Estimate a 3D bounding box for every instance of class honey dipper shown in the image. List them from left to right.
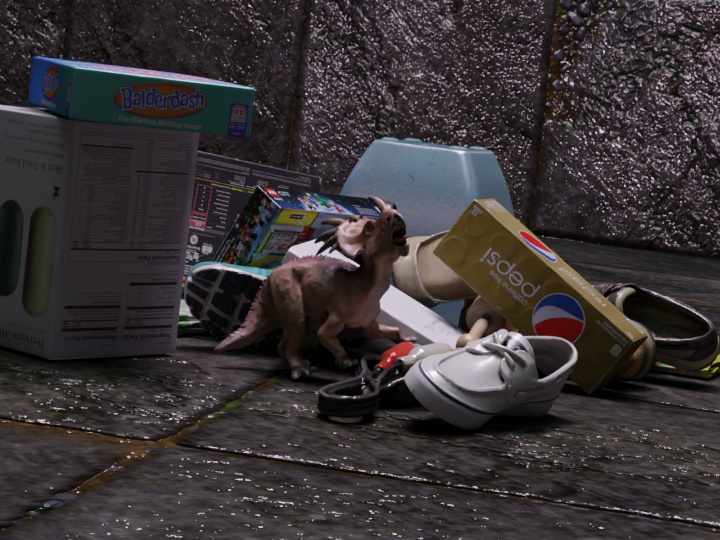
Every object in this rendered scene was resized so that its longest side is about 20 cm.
[{"bbox_3d":[0.106,0.053,1.713,0.038,0.038,0.200,8,9,10],"label":"honey dipper"}]

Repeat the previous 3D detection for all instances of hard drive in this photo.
[{"bbox_3d":[0.027,0.037,1.720,0.200,0.025,0.132,32,9,6],"label":"hard drive"}]

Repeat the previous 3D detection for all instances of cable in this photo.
[{"bbox_3d":[0.015,0.081,1.519,0.097,0.050,0.200,16,8,31],"label":"cable"}]

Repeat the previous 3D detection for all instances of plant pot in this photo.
[{"bbox_3d":[0.075,-0.049,2.174,0.196,0.200,0.196,9,5,19],"label":"plant pot"}]

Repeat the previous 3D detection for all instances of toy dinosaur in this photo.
[{"bbox_3d":[-0.034,0.015,1.620,0.200,0.136,0.086,-13,6,18],"label":"toy dinosaur"}]

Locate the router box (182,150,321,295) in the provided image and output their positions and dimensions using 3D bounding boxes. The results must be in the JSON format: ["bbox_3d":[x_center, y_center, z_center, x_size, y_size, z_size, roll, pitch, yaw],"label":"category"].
[{"bbox_3d":[-0.150,-0.043,1.982,0.200,0.150,0.062,11,-4,-24],"label":"router box"}]

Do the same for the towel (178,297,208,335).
[{"bbox_3d":[-0.206,0.040,1.847,0.152,0.023,0.200,9,6,32],"label":"towel"}]

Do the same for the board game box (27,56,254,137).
[{"bbox_3d":[-0.190,-0.149,1.604,0.152,0.045,0.200,5,7,-21],"label":"board game box"}]

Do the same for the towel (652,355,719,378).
[{"bbox_3d":[0.274,0.086,1.966,0.200,0.018,0.086,8,5,20],"label":"towel"}]

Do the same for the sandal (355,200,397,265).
[{"bbox_3d":[0.000,0.001,1.855,0.048,0.075,0.201,16,-34,1],"label":"sandal"}]

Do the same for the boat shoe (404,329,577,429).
[{"bbox_3d":[0.111,0.080,1.497,0.200,0.066,0.072,6,35,-52],"label":"boat shoe"}]

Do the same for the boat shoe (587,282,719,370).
[{"bbox_3d":[0.257,0.041,1.857,0.200,0.072,0.066,17,-28,15],"label":"boat shoe"}]

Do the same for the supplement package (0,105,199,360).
[{"bbox_3d":[-0.253,-0.036,1.639,0.152,0.200,0.151,11,7,38],"label":"supplement package"}]

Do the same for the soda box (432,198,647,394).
[{"bbox_3d":[0.166,0.022,1.745,0.200,0.068,0.064,43,16,14],"label":"soda box"}]

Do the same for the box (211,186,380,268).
[{"bbox_3d":[-0.062,-0.012,1.859,0.038,0.137,0.200,45,22,29],"label":"box"}]

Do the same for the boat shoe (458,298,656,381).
[{"bbox_3d":[0.183,0.062,1.819,0.200,0.076,0.074,9,9,30],"label":"boat shoe"}]

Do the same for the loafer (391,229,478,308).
[{"bbox_3d":[0.102,-0.009,1.873,0.068,0.076,0.200,-20,-4,36],"label":"loafer"}]

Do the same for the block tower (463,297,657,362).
[{"bbox_3d":[0.207,0.054,1.938,0.200,0.054,0.058,5,15,9],"label":"block tower"}]

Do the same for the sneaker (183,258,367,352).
[{"bbox_3d":[-0.081,0.028,1.767,0.200,0.078,0.080,14,30,-34],"label":"sneaker"}]
